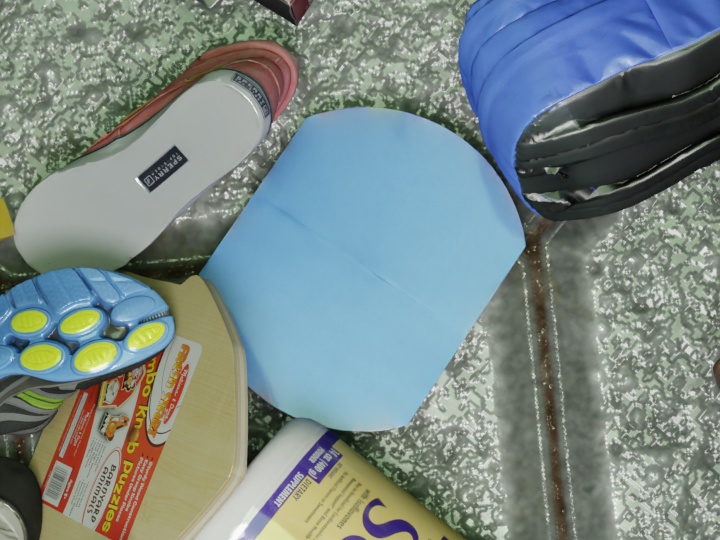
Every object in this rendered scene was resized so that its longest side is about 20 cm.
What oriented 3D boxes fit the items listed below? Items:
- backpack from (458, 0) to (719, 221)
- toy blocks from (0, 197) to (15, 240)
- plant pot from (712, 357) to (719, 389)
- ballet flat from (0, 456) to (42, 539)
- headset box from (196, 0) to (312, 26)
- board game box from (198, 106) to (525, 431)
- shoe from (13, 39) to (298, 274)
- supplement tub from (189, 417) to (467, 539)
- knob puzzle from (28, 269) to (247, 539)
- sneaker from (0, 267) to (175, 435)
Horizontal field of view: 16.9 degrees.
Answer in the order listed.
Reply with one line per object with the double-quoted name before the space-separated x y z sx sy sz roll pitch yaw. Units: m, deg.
"backpack" 0.156 -0.131 1.431 0.200 0.163 0.168 -29 57 -1
"toy blocks" -0.292 -0.052 1.435 0.100 0.137 0.200 -23 81 15
"plant pot" 0.318 0.099 1.399 0.200 0.200 0.198 -32 77 -1
"ballet flat" -0.237 0.191 1.405 0.068 0.068 0.200 31 64 -8
"headset box" -0.061 -0.258 1.483 0.149 0.075 0.200 31 87 4
"board game box" 0.000 0.000 1.484 0.158 0.039 0.200 33 82 9
"shoe" -0.122 -0.068 1.478 0.200 0.091 0.072 -34 100 28
"supplement tub" -0.002 0.198 1.414 0.200 0.145 0.145 38 88 4
"knob puzzle" -0.120 0.100 1.424 0.030 0.220 0.220 25 86 -37
"sneaker" -0.197 0.053 1.449 0.199 0.083 0.071 -22 70 20
